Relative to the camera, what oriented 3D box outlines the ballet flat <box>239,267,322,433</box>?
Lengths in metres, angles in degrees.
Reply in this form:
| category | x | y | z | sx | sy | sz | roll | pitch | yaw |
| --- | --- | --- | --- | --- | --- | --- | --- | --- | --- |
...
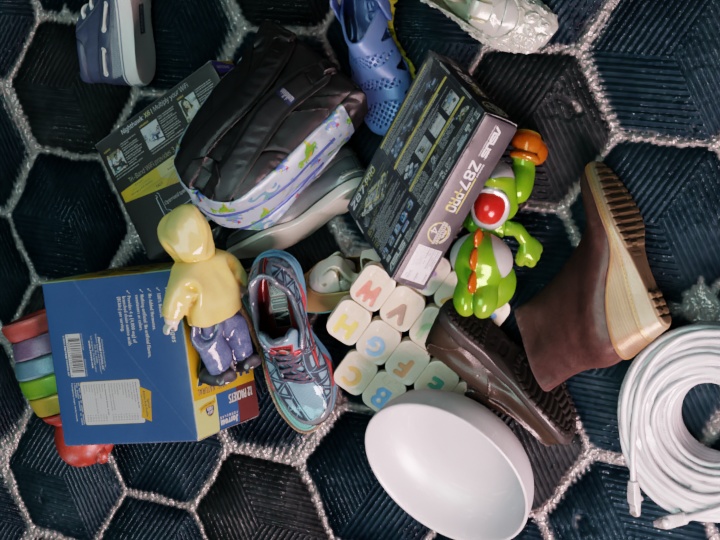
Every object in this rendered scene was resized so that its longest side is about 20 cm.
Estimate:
| category | x | y | z | sx | sy | sz | roll | pitch | yaw |
| --- | --- | --- | --- | --- | --- | --- | --- | --- | --- |
| ballet flat | -0.089 | 0.091 | 1.654 | 0.070 | 0.065 | 0.203 | -20 | 89 | -2 |

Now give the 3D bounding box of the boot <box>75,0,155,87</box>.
| category | x | y | z | sx | sy | sz | roll | pitch | yaw |
| --- | --- | --- | --- | --- | --- | --- | --- | --- | --- |
| boot | -0.299 | -0.321 | 1.698 | 0.089 | 0.073 | 0.203 | 3 | 99 | 21 |

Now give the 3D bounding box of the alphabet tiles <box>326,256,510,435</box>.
| category | x | y | z | sx | sy | sz | roll | pitch | yaw |
| --- | --- | --- | --- | --- | --- | --- | --- | --- | --- |
| alphabet tiles | 0.065 | 0.081 | 1.558 | 0.199 | 0.015 | 0.196 | 34 | 112 | -6 |

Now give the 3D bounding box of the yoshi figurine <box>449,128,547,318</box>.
| category | x | y | z | sx | sy | sz | roll | pitch | yaw |
| --- | --- | --- | --- | --- | --- | --- | --- | --- | --- |
| yoshi figurine | 0.136 | -0.044 | 1.491 | 0.112 | 0.111 | 0.203 | -4 | 69 | 53 |

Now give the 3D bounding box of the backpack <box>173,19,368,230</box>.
| category | x | y | z | sx | sy | sz | roll | pitch | yaw |
| --- | --- | --- | --- | --- | --- | --- | --- | --- | --- |
| backpack | -0.108 | -0.141 | 1.548 | 0.162 | 0.154 | 0.200 | 36 | 69 | 20 |

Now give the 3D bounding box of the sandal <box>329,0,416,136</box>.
| category | x | y | z | sx | sy | sz | roll | pitch | yaw |
| --- | --- | --- | --- | --- | --- | --- | --- | --- | --- |
| sandal | 0.008 | -0.244 | 1.544 | 0.078 | 0.087 | 0.203 | -11 | 94 | 26 |

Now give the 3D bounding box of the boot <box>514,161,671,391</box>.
| category | x | y | z | sx | sy | sz | roll | pitch | yaw |
| --- | --- | --- | --- | --- | --- | --- | --- | --- | --- |
| boot | 0.220 | 0.007 | 1.474 | 0.165 | 0.072 | 0.203 | -29 | 69 | 36 |

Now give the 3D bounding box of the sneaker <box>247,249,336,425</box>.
| category | x | y | z | sx | sy | sz | roll | pitch | yaw |
| --- | --- | --- | --- | --- | --- | --- | --- | --- | --- |
| sneaker | -0.086 | 0.083 | 1.566 | 0.078 | 0.096 | 0.203 | -17 | 99 | 11 |

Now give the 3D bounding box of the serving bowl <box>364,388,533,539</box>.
| category | x | y | z | sx | sy | sz | roll | pitch | yaw |
| --- | --- | --- | --- | --- | --- | --- | --- | --- | --- |
| serving bowl | 0.104 | 0.201 | 1.543 | 0.198 | 0.066 | 0.202 | 21 | 137 | 21 |

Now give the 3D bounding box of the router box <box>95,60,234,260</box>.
| category | x | y | z | sx | sy | sz | roll | pitch | yaw |
| --- | --- | --- | --- | --- | --- | --- | --- | --- | --- |
| router box | -0.201 | -0.129 | 1.686 | 0.199 | 0.052 | 0.159 | -30 | 83 | 27 |

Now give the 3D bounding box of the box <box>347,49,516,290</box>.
| category | x | y | z | sx | sy | sz | roll | pitch | yaw |
| --- | --- | --- | --- | --- | --- | --- | --- | --- | --- |
| box | 0.068 | -0.106 | 1.484 | 0.202 | 0.049 | 0.162 | -62 | 33 | 19 |

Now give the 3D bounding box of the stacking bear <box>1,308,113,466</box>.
| category | x | y | z | sx | sy | sz | roll | pitch | yaw |
| --- | --- | --- | --- | --- | --- | --- | --- | --- | --- |
| stacking bear | -0.365 | 0.147 | 1.782 | 0.120 | 0.113 | 0.203 | -15 | 97 | 36 |

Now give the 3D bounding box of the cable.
| category | x | y | z | sx | sy | sz | roll | pitch | yaw |
| --- | --- | --- | --- | --- | --- | --- | --- | --- | --- |
| cable | 0.356 | 0.152 | 1.429 | 0.197 | 0.069 | 0.203 | -8 | 93 | 27 |

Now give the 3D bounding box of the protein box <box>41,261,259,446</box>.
| category | x | y | z | sx | sy | sz | roll | pitch | yaw |
| --- | --- | --- | --- | --- | --- | --- | --- | --- | --- |
| protein box | -0.249 | 0.095 | 1.696 | 0.197 | 0.134 | 0.202 | -6 | 94 | 28 |

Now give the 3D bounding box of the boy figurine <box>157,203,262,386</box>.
| category | x | y | z | sx | sy | sz | roll | pitch | yaw |
| --- | --- | --- | --- | --- | --- | --- | --- | --- | --- |
| boy figurine | -0.175 | 0.027 | 1.568 | 0.064 | 0.124 | 0.203 | 1 | 116 | 47 |

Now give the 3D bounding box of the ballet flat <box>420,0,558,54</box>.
| category | x | y | z | sx | sy | sz | roll | pitch | yaw |
| --- | --- | --- | --- | --- | --- | --- | --- | --- | --- |
| ballet flat | 0.111 | -0.283 | 1.498 | 0.198 | 0.072 | 0.073 | 30 | 109 | 20 |

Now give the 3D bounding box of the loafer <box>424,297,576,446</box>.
| category | x | y | z | sx | sy | sz | roll | pitch | yaw |
| --- | --- | --- | --- | --- | --- | --- | --- | --- | --- |
| loafer | 0.148 | 0.115 | 1.522 | 0.200 | 0.073 | 0.071 | 45 | 127 | -1 |

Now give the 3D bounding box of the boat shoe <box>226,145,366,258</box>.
| category | x | y | z | sx | sy | sz | roll | pitch | yaw |
| --- | --- | --- | --- | --- | --- | --- | --- | --- | --- |
| boat shoe | -0.076 | -0.075 | 1.626 | 0.198 | 0.073 | 0.063 | -28 | 72 | 24 |

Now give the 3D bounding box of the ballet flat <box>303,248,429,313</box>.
| category | x | y | z | sx | sy | sz | roll | pitch | yaw |
| --- | --- | --- | --- | --- | --- | --- | --- | --- | --- |
| ballet flat | 0.000 | 0.000 | 1.591 | 0.197 | 0.063 | 0.069 | -10 | 48 | 23 |
